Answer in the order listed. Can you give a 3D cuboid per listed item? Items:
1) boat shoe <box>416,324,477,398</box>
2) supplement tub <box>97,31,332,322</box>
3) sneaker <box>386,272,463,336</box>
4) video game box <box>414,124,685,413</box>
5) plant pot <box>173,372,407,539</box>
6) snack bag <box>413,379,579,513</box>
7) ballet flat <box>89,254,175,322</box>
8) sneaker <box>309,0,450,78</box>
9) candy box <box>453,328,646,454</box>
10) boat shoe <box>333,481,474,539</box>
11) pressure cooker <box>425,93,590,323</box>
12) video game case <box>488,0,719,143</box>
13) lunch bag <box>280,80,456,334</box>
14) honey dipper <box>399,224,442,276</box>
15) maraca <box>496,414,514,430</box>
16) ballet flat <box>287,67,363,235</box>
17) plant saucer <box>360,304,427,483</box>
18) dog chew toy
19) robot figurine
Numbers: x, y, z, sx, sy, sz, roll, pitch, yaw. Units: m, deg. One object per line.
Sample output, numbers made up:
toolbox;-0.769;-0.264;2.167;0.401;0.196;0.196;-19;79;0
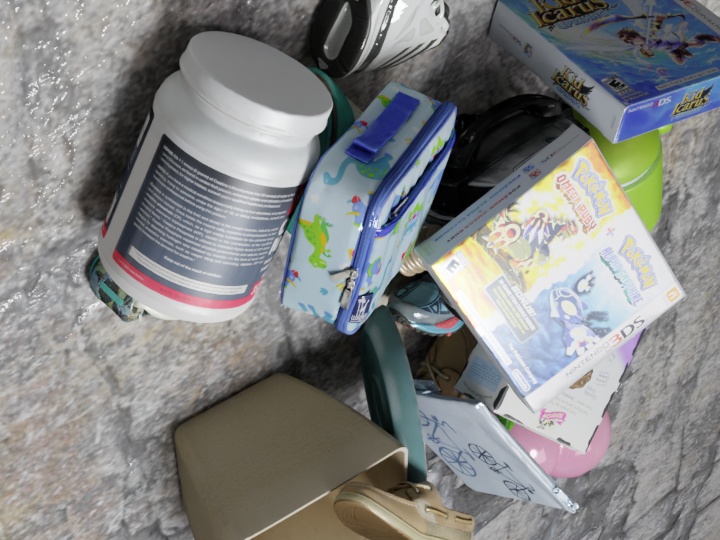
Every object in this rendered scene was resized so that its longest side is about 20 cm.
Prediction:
boat shoe;0.100;0.119;1.744;0.064;0.071;0.201;-20;139;-20
supplement tub;-0.116;-0.073;1.253;0.140;0.140;0.201;-2;129;-45
sneaker;0.101;-0.002;1.638;0.199;0.079;0.096;-23;131;-41
video game box;0.173;0.002;1.402;0.182;0.047;0.200;-39;120;-2
plant pot;-0.085;0.227;1.578;0.199;0.177;0.201;-28;142;-24
snack bag;0.122;0.184;1.682;0.189;0.199;0.021;48;68;-23
ballet flat;-0.148;0.018;1.385;0.199;0.074;0.075;-4;130;-44
sneaker;0.043;-0.250;1.307;0.115;0.076;0.201;-13;144;-51
candy box;0.213;0.073;1.662;0.167;0.071;0.201;28;89;-42
boat shoe;0.044;0.235;1.517;0.200;0.071;0.065;37;62;-47
pressure cooker;0.142;-0.064;1.491;0.177;0.176;0.202;-7;120;7
video game case;0.252;-0.208;1.459;0.199;0.181;0.046;-20;139;-32
lunch bag;0.009;-0.057;1.300;0.200;0.082;0.162;-53;163;-53
honey dipper;0.000;0.000;1.464;0.199;0.038;0.038;-18;166;40
maraca;0.199;0.095;1.775;0.201;0.106;0.138;-60;159;-26
ballet flat;-0.030;-0.111;1.376;0.070;0.067;0.201;-31;150;-30
plant saucer;0.030;0.136;1.600;0.027;0.201;0.201;-10;139;-8
dog chew toy;0.210;0.206;1.930;0.198;0.125;0.125;-13;137;-26
robot figurine;0.258;-0.103;1.639;0.175;0.116;0.201;-39;147;-16
